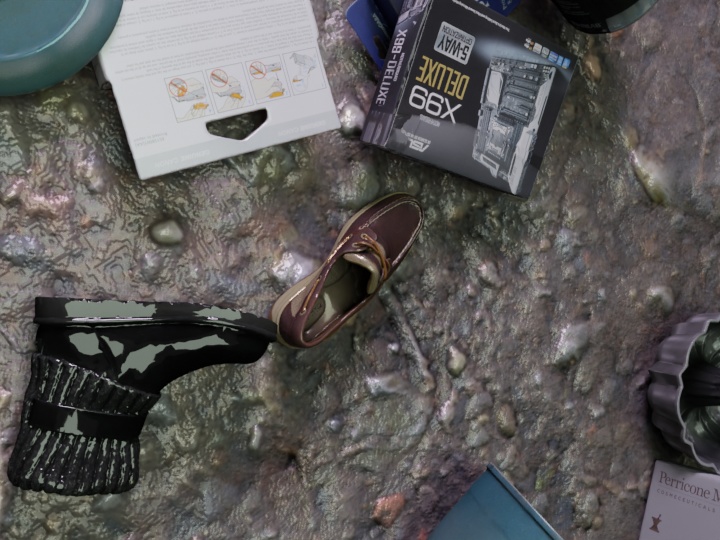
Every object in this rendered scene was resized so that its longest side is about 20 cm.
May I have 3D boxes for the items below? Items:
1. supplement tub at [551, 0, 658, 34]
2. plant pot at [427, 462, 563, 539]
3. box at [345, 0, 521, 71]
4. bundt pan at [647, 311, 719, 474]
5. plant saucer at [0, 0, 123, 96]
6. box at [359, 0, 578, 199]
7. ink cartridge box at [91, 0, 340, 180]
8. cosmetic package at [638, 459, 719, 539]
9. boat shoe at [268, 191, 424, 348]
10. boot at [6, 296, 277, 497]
[{"bbox_3d":[0.213,-0.336,0.777,0.200,0.122,0.123,32,78,-43],"label":"supplement tub"},{"bbox_3d":[0.131,0.330,0.786,0.188,0.200,0.200,-42,110,-3],"label":"plant pot"},{"bbox_3d":[0.086,-0.273,0.795,0.200,0.032,0.121,-48,124,-12],"label":"box"},{"bbox_3d":[0.433,0.142,0.984,0.202,0.076,0.202,-2,94,-27],"label":"bundt pan"},{"bbox_3d":[-0.282,-0.235,0.603,0.200,0.027,0.200,-1,92,-12],"label":"plant saucer"},{"bbox_3d":[0.111,-0.173,0.791,0.200,0.050,0.158,15,97,-35],"label":"box"},{"bbox_3d":[-0.130,-0.187,0.701,0.200,0.044,0.174,-19,101,-25],"label":"ink cartridge box"},{"bbox_3d":[0.450,0.354,0.952,0.166,0.167,0.200,17,84,-26],"label":"cosmetic package"},{"bbox_3d":[0.000,0.000,0.759,0.200,0.072,0.072,-43,110,-19],"label":"boat shoe"},{"bbox_3d":[-0.177,0.106,0.668,0.211,0.079,0.158,4,84,-16],"label":"boot"}]
